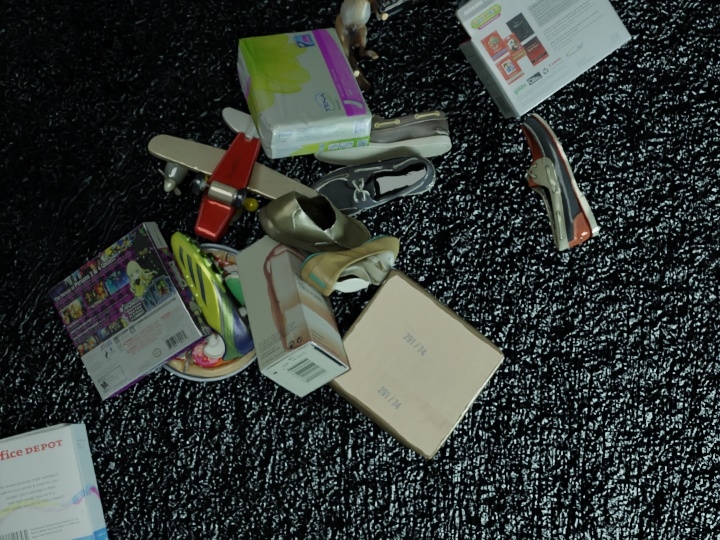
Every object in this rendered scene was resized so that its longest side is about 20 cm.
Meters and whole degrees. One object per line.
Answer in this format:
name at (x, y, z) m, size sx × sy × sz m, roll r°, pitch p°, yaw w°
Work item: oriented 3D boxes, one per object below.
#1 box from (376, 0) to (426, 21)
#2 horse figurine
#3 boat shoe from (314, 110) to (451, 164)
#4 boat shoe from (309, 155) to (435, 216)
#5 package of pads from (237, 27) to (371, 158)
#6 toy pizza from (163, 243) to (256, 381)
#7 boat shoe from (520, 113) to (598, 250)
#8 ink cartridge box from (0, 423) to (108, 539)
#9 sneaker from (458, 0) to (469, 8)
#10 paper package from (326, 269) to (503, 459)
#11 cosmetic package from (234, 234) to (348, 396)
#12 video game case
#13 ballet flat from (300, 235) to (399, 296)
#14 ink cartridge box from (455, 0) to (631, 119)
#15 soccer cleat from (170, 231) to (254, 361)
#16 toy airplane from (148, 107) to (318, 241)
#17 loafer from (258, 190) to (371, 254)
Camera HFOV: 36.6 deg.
box at (0.058, -0.497, 1.626) m, size 0.160 × 0.044 × 0.201 m, roll -27°, pitch 83°, yaw -1°
horse figurine at (0.000, -0.363, 1.569) m, size 0.050 × 0.133 × 0.201 m, roll -1°, pitch 127°, yaw -20°
boat shoe at (0.030, -0.195, 1.578) m, size 0.199 × 0.072 × 0.060 m, roll -6°, pitch 77°, yaw -2°
boat shoe at (0.011, -0.125, 1.572) m, size 0.199 × 0.063 × 0.073 m, roll -13°, pitch 85°, yaw 2°
package of pads at (-0.085, -0.253, 1.535) m, size 0.154 × 0.068 × 0.200 m, roll -11°, pitch 54°, yaw -16°
toy pizza at (-0.225, 0.059, 1.574) m, size 0.199 × 0.032 × 0.201 m, roll 0°, pitch 83°, yaw 2°
boat shoe at (0.273, -0.128, 1.562) m, size 0.062 × 0.071 × 0.201 m, roll -24°, pitch 87°, yaw 2°
ink cartridge box at (-0.443, 0.325, 1.523) m, size 0.144 × 0.085 × 0.201 m, roll -13°, pitch 84°, yaw 0°
sneaker at (0.214, -0.445, 1.587) m, size 0.079 × 0.096 × 0.201 m, roll 28°, pitch 85°, yaw 5°
paper package at (0.070, 0.131, 1.518) m, size 0.200 × 0.103 × 0.191 m, roll 37°, pitch 87°, yaw 5°
cosmetic package at (-0.095, 0.056, 1.483) m, size 0.087 × 0.103 × 0.201 m, roll -32°, pitch 52°, yaw 17°
video game case at (-0.328, 0.058, 1.539) m, size 0.200 × 0.036 × 0.182 m, roll -33°, pitch 82°, yaw 23°
ballet flat at (0.000, 0.000, 1.505) m, size 0.063 × 0.200 × 0.069 m, roll 43°, pitch 126°, yaw 25°
ink cartridge box at (0.251, -0.347, 1.560) m, size 0.200 × 0.084 × 0.176 m, roll -34°, pitch 99°, yaw -3°
soccer cleat at (-0.218, 0.036, 1.529) m, size 0.084 × 0.065 × 0.200 m, roll -36°, pitch 83°, yaw 5°
toy airplane at (-0.181, -0.131, 1.556) m, size 0.199 × 0.141 × 0.200 m, roll -19°, pitch 60°, yaw -28°
loafer at (-0.049, -0.060, 1.508) m, size 0.067 × 0.200 × 0.076 m, roll -39°, pitch 59°, yaw 31°
